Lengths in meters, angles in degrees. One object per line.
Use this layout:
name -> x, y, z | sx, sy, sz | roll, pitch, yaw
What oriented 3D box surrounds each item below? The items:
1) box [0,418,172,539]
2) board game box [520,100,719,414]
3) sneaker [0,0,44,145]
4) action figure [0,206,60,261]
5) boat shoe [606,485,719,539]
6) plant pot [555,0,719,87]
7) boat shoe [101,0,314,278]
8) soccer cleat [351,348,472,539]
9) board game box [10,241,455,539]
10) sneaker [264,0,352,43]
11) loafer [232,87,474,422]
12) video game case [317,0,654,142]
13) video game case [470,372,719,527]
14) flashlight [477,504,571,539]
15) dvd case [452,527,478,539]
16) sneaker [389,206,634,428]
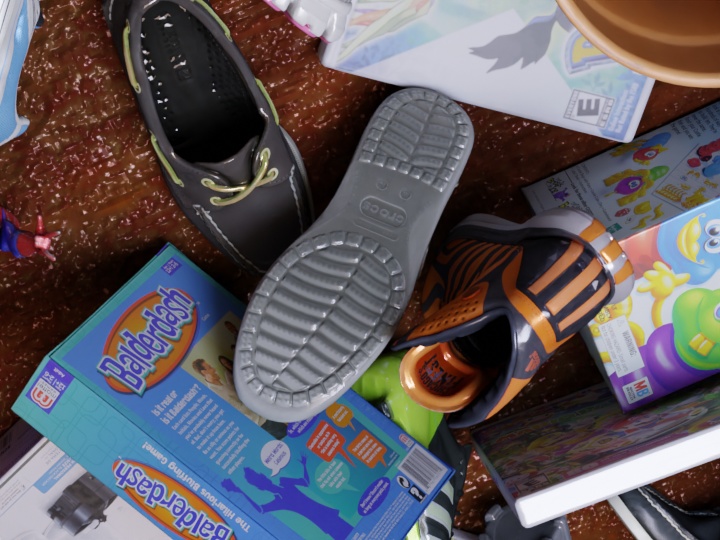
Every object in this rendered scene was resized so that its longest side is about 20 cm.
box -> -0.116, 0.156, 1.618 | 0.117, 0.060, 0.200 | -42, 109, 13
board game box -> 0.205, -0.023, 1.591 | 0.199, 0.105, 0.103 | -24, 118, 1
sneaker -> -0.192, -0.158, 1.475 | 0.072, 0.072, 0.201 | -11, 115, -45
action figure -> -0.208, 0.034, 1.522 | 0.065, 0.099, 0.201 | 8, 93, -20
boat shoe -> 0.220, 0.167, 1.702 | 0.066, 0.075, 0.199 | -44, 116, 8
plant pot -> 0.165, -0.207, 1.452 | 0.199, 0.140, 0.201 | -5, 115, -10
boat shoe -> -0.077, -0.071, 1.535 | 0.072, 0.061, 0.202 | -26, 117, 2
soccer cleat -> 0.032, 0.138, 1.641 | 0.081, 0.067, 0.201 | -25, 119, -47
board game box -> -0.063, 0.088, 1.520 | 0.200, 0.152, 0.045 | 39, 122, 3
sneaker -> -0.063, -0.204, 1.471 | 0.200, 0.074, 0.088 | 38, 96, -22
loafer -> 0.000, 0.000, 1.537 | 0.075, 0.070, 0.200 | 30, 69, 9
video game case -> 0.093, -0.179, 1.540 | 0.182, 0.022, 0.201 | 13, 112, -17
video game case -> 0.138, 0.087, 1.579 | 0.143, 0.200, 0.018 | -20, 98, -2
flashlight -> 0.108, 0.225, 1.695 | 0.068, 0.068, 0.200 | -27, 128, -15
dvd case -> -0.015, 0.197, 1.699 | 0.199, 0.018, 0.143 | 19, 110, -20
sneaker -> 0.053, 0.028, 1.517 | 0.112, 0.200, 0.078 | -40, 94, -21
